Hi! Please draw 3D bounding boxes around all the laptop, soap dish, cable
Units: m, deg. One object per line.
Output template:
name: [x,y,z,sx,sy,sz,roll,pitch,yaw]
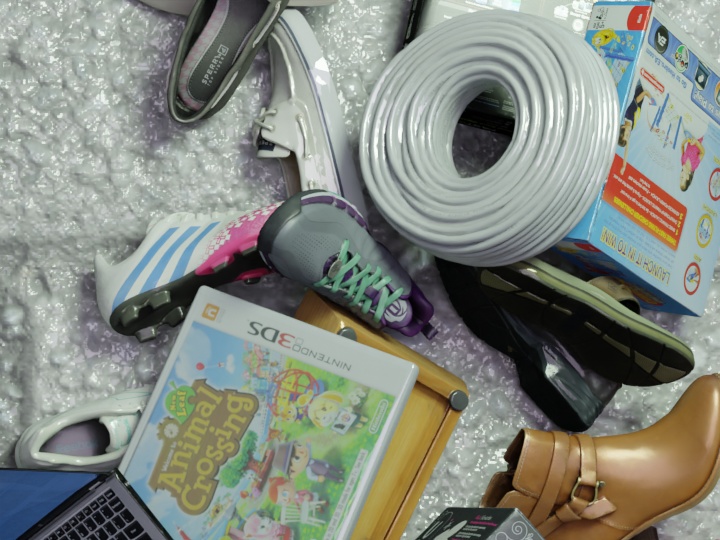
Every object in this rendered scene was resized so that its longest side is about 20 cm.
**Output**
laptop: [-0.239,0.228,1.252,0.200,0.187,0.116,51,39,-1]
soap dish: [-0.015,0.138,1.354,0.157,0.081,0.200,32,77,-21]
cable: [0.094,-0.104,1.320,0.200,0.069,0.200,39,100,35]

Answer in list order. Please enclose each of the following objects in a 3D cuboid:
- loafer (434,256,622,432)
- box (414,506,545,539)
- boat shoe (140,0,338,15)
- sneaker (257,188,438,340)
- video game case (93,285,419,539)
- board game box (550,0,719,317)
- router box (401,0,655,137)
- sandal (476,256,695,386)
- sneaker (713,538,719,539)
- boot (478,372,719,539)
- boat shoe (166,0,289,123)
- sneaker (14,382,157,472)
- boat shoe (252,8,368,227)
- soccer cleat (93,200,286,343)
loafer: [0.137,0.036,1.422,0.072,0.073,0.200,-42,101,-21]
box: [0.096,0.261,1.313,0.115,0.200,0.132,-43,92,-13]
boat shoe: [-0.096,-0.262,1.423,0.199,0.075,0.093,4,44,7]
sneaker: [0.000,0.000,1.328,0.088,0.200,0.074,40,97,29]
video game case: [-0.077,0.130,1.283,0.182,0.022,0.200,20,77,16]
board game box: [0.232,-0.085,1.397,0.200,0.056,0.196,29,74,-49]
router box: [0.136,-0.189,1.449,0.199,0.062,0.150,14,82,-8]
sandal: [0.184,0.028,1.368,0.201,0.080,0.057,33,54,-17]
sneaker: [0.251,0.295,1.397,0.200,0.081,0.088,-29,87,-12]
boot: [0.196,0.150,1.383,0.154,0.074,0.200,23,100,-14]
boat shoe: [-0.098,-0.200,1.361,0.067,0.057,0.200,26,116,-4]
sneaker: [-0.167,0.124,1.348,0.200,0.080,0.071,-17,84,-13]
boat shoe: [-0.052,-0.110,1.406,0.070,0.071,0.201,-15,92,-14]
soccer cleat: [-0.119,-0.022,1.364,0.200,0.070,0.086,-26,60,0]
